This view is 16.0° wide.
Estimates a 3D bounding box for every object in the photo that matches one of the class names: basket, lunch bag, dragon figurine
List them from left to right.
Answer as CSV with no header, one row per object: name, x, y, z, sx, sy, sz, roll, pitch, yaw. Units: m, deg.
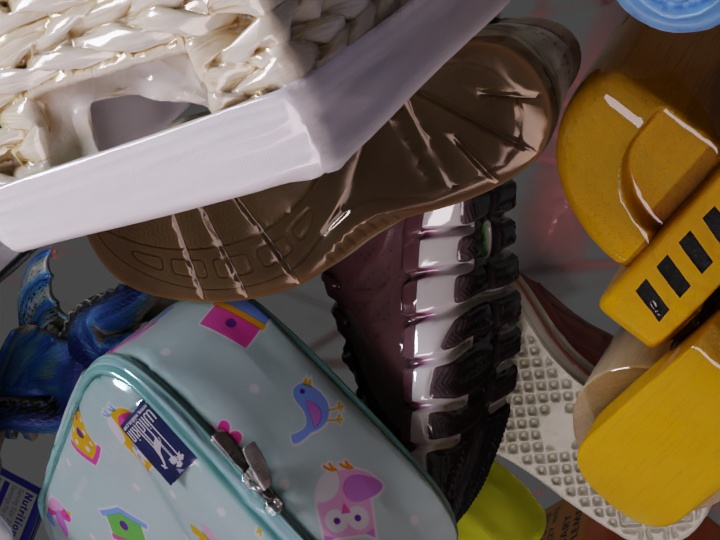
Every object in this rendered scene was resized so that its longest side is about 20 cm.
dragon figurine,-0.129,0.032,1.127,0.099,0.059,0.200,17,138,0
basket,-0.047,-0.108,0.852,0.136,0.200,0.123,-13,108,29
lunch bag,-0.048,0.104,1.015,0.160,0.077,0.200,49,152,10

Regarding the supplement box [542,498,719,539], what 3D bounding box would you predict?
supplement box,0.077,0.167,1.192,0.069,0.067,0.200,35,133,-17

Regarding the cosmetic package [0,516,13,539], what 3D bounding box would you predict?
cosmetic package,-0.278,0.115,1.087,0.165,0.200,0.165,49,170,-8

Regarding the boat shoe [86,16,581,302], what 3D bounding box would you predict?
boat shoe,-0.011,-0.044,0.942,0.200,0.065,0.072,-20,104,28

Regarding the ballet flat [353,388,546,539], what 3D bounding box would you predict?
ballet flat,-0.008,0.076,1.096,0.200,0.067,0.067,14,128,43

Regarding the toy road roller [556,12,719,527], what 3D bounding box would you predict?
toy road roller,0.129,-0.016,0.961,0.146,0.123,0.200,38,133,-1

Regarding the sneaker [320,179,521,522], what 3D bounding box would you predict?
sneaker,0.000,0.000,1.016,0.115,0.076,0.200,8,99,26

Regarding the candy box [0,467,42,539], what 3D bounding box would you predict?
candy box,-0.278,0.130,1.260,0.200,0.077,0.169,30,133,-11

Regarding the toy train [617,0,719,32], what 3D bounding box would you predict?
toy train,0.160,-0.120,0.779,0.200,0.087,0.114,16,129,2

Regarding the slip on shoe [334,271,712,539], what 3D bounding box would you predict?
slip on shoe,0.066,0.036,1.070,0.200,0.061,0.074,38,112,-4

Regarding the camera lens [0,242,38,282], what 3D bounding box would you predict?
camera lens,-0.205,-0.083,0.964,0.160,0.160,0.200,-20,125,33
